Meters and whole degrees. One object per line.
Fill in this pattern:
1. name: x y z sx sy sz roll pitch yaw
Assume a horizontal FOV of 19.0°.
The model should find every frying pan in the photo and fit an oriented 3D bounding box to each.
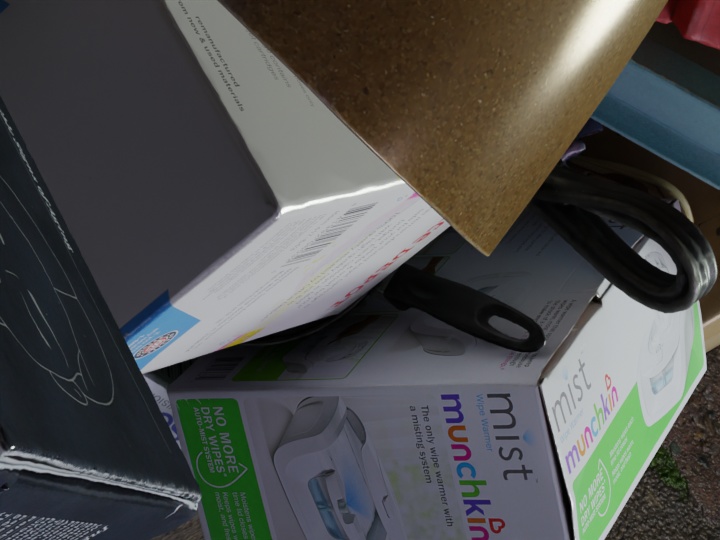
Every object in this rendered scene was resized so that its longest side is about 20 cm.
1. frying pan: 0.003 -0.015 0.912 0.189 0.116 0.031 2 153 25

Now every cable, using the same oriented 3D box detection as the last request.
1. cable: 0.058 -0.042 0.901 0.050 0.200 0.097 -24 155 -38

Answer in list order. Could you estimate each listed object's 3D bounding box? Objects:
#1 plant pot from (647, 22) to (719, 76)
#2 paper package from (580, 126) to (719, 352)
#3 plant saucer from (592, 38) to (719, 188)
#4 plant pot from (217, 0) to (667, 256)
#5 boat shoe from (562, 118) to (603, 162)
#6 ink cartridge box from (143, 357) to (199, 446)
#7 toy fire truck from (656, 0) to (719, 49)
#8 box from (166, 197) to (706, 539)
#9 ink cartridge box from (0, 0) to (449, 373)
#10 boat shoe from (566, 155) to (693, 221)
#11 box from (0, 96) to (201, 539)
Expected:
1. plant pot: 0.222 -0.105 1.022 0.187 0.200 0.188 -41 162 -16
2. paper package: 0.175 -0.062 1.156 0.199 0.191 0.103 -32 172 3
3. plant saucer: 0.113 -0.083 0.923 0.019 0.199 0.070 -59 176 -17
4. plant pot: 0.036 -0.139 0.564 0.200 0.186 0.186 -45 168 3
5. boat shoe: 0.022 -0.064 1.004 0.199 0.093 0.075 -27 168 -20
6. ink cartridge box: -0.181 0.075 0.970 0.200 0.041 0.199 -36 134 25
7. toy fire truck: 0.096 -0.137 0.869 0.200 0.140 0.049 -96 -156 -68
8. box: 0.041 0.046 0.958 0.175 0.097 0.200 -3 -158 26
9. ink cartridge box: -0.041 -0.054 0.801 0.128 0.126 0.200 -37 168 33
10. boat shoe: 0.069 -0.034 1.071 0.072 0.199 0.073 -60 165 -77
11. box: -0.151 -0.004 0.544 0.123 0.201 0.197 -29 168 4
